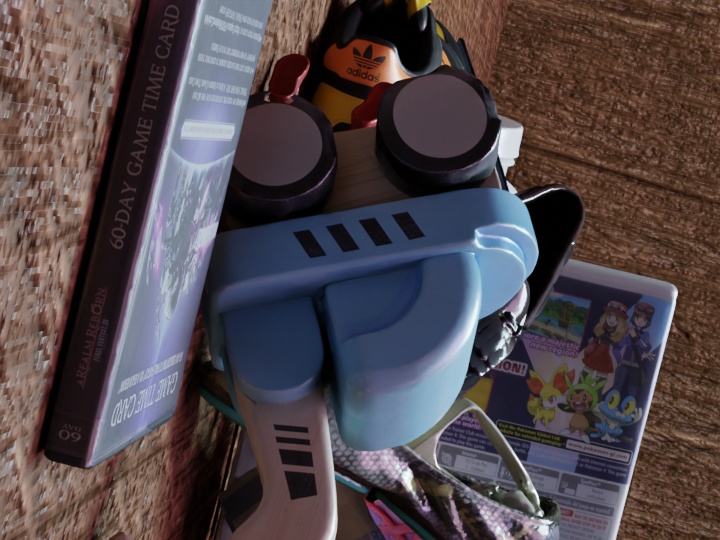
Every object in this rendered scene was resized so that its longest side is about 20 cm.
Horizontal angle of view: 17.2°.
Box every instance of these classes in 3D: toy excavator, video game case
[{"bbox_3d":[-0.018,0.043,0.881,0.100,0.193,0.201,96,-19,-63],"label":"toy excavator"},{"bbox_3d":[-0.056,-0.043,0.760,0.143,0.019,0.201,-25,130,-84],"label":"video game case"},{"bbox_3d":[0.043,0.073,1.202,0.023,0.199,0.183,-88,-168,-83],"label":"video game case"}]

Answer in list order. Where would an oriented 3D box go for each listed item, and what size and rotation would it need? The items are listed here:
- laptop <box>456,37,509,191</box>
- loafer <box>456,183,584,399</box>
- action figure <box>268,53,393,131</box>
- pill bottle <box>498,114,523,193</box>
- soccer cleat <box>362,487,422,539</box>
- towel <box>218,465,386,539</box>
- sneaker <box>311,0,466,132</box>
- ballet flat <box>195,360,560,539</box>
[{"bbox_3d":[0.000,0.000,1.350,0.200,0.116,0.188,-34,164,-41],"label":"laptop"},{"bbox_3d":[0.049,0.002,1.031,0.063,0.072,0.200,-33,-175,23],"label":"loafer"},{"bbox_3d":[-0.014,-0.014,1.071,0.099,0.065,0.201,-56,162,-51],"label":"action figure"},{"bbox_3d":[0.048,-0.009,1.606,0.109,0.108,0.201,-56,159,-78],"label":"pill bottle"},{"bbox_3d":[0.037,0.138,1.120,0.068,0.200,0.073,-33,154,-18],"label":"soccer cleat"},{"bbox_3d":[0.003,0.173,1.121,0.024,0.201,0.147,-26,173,-26],"label":"towel"},{"bbox_3d":[0.021,-0.110,1.194,0.200,0.070,0.090,-64,170,-62],"label":"sneaker"},{"bbox_3d":[0.016,0.075,1.038,0.072,0.200,0.072,-35,-147,28],"label":"ballet flat"}]
